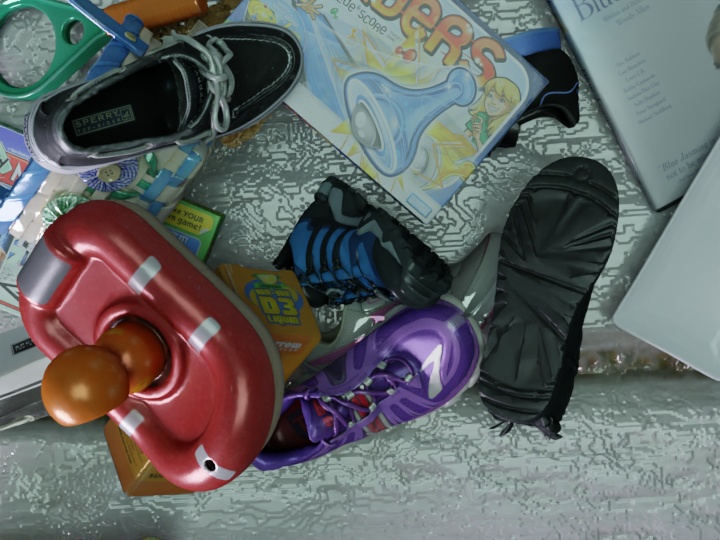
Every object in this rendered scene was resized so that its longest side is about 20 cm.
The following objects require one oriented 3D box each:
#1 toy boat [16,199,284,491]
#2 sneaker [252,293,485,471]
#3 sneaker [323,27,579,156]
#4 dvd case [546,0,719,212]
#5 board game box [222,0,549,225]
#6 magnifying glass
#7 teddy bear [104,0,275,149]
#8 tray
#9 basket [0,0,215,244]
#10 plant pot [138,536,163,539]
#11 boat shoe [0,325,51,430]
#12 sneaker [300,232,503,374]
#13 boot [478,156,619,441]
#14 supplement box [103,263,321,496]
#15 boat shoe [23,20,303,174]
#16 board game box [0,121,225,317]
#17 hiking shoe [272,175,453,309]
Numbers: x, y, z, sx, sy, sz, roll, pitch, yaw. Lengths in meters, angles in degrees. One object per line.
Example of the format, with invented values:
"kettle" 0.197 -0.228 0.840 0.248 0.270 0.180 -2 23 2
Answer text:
"toy boat" -0.147 0.058 0.725 0.200 0.131 0.131 43 123 4
"sneaker" 0.001 0.091 0.810 0.200 0.083 0.081 -36 87 24
"sneaker" 0.068 -0.118 0.870 0.200 0.070 0.078 -18 87 2
"dvd case" 0.242 -0.164 0.874 0.143 0.018 0.200 -29 102 4
"board game box" 0.014 -0.147 0.816 0.200 0.034 0.135 40 91 -7
"magnifying glass" -0.206 -0.180 0.865 0.200 0.022 0.080 -10 86 19
"teddy bear" -0.101 -0.166 0.880 0.200 0.067 0.145 -28 84 10
"tray" 0.284 -0.024 0.888 0.107 0.022 0.200 28 99 -9
"basket" -0.207 -0.108 0.798 0.200 0.139 0.176 33 121 -11
"plant pot" -0.260 0.286 0.870 0.190 0.200 0.201 7 95 14
"boat shoe" -0.214 0.069 0.872 0.200 0.071 0.064 -17 127 -5
"sneaker" 0.031 0.032 0.879 0.200 0.081 0.088 -40 95 4
"boot" 0.138 0.029 0.838 0.073 0.162 0.199 15 85 16
"supplement box" -0.112 0.084 0.844 0.200 0.066 0.069 -53 48 31
"boat shoe" -0.109 -0.114 0.720 0.199 0.068 0.074 -20 100 -33
"board game box" -0.223 -0.020 0.906 0.200 0.029 0.135 22 96 -1
"hiking shoe" 0.000 0.000 0.823 0.074 0.200 0.087 39 91 -24
